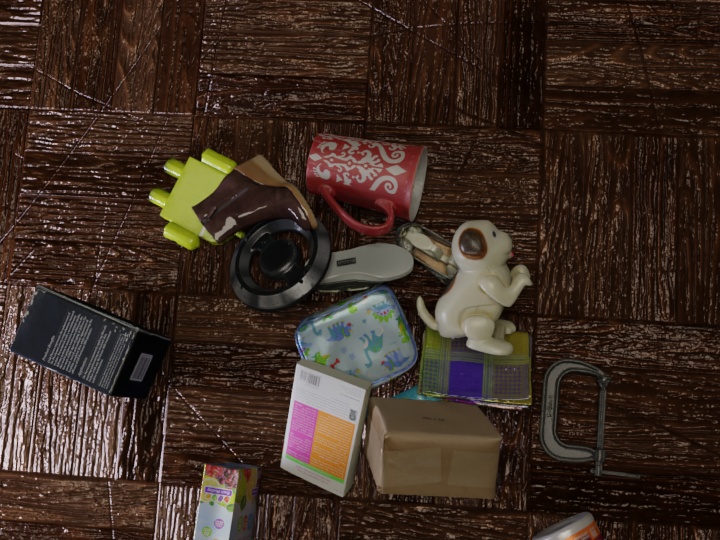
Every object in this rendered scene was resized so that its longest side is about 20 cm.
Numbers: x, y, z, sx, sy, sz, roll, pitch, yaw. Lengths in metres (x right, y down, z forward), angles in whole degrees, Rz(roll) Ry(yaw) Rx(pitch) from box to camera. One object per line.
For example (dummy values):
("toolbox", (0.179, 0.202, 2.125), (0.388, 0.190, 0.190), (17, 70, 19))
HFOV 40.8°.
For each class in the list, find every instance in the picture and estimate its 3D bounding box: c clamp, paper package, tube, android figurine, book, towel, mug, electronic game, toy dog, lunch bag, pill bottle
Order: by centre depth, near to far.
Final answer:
("paper package", (0.113, 0.285, 1.578), (0.195, 0.191, 0.106), (4, 101, -9))
("pill bottle", (0.371, 0.512, 1.581), (0.112, 0.114, 0.203), (-25, 79, 0))
("toy dog", (0.199, 0.014, 1.640), (0.190, 0.139, 0.205), (11, 109, 18))
("book", (-0.062, 0.266, 1.645), (0.131, 0.048, 0.204), (18, 112, 17))
("c clamp", (0.392, 0.254, 1.671), (0.167, 0.027, 0.205), (-1, 82, 10))
("towel", (0.202, 0.162, 1.679), (0.195, 0.023, 0.146), (7, 62, 6))
("lunch bag", (-0.007, 0.131, 1.684), (0.197, 0.082, 0.163), (-25, 93, 1))
("tube", (0.105, 0.232, 1.689), (0.196, 0.050, 0.079), (-22, 91, -4))
("mug", (0.005, -0.163, 1.704), (0.196, 0.178, 0.136), (13, 121, 11))
("electronic game", (-0.143, -0.018, 1.719), (0.196, 0.042, 0.204), (-11, 55, 17))
("android figurine", (-0.287, -0.127, 1.783), (0.197, 0.041, 0.185), (28, 84, 10))

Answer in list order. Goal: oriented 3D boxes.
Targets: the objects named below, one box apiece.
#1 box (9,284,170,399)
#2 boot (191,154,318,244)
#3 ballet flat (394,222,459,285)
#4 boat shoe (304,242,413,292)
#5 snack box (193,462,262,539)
("box", (-0.460, 0.128, 1.672), (0.193, 0.200, 0.126), (23, 84, 8))
("boot", (-0.186, -0.097, 1.706), (0.166, 0.073, 0.200), (-41, 63, -10))
("ballet flat", (0.145, -0.022, 1.713), (0.198, 0.072, 0.073), (31, 84, 9))
("boat shoe", (0.000, 0.000, 1.725), (0.195, 0.064, 0.072), (-4, 57, 9))
("snack box", (-0.225, 0.428, 1.618), (0.066, 0.169, 0.205), (7, 82, 9))
